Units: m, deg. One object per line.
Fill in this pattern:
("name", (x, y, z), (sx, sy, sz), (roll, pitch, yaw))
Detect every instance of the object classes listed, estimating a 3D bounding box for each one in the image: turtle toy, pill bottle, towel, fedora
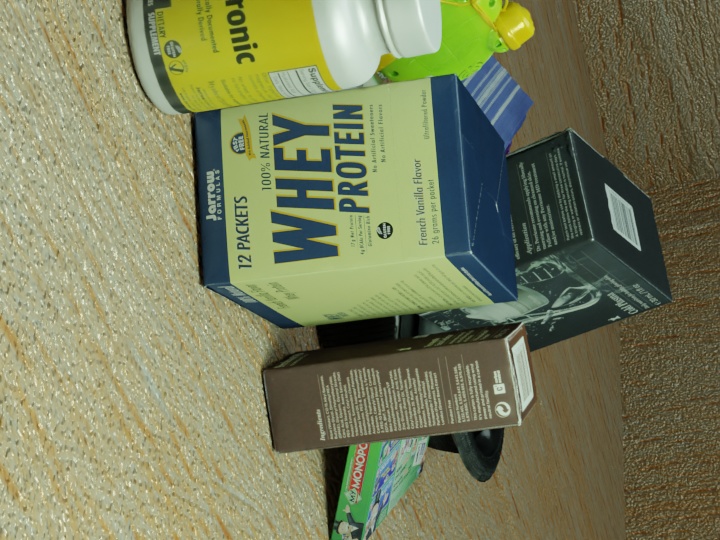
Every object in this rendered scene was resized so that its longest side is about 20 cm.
("turtle toy", (0.050, -0.234, 1.554), (0.200, 0.146, 0.101), (44, 16, -47))
("pill bottle", (-0.050, -0.174, 1.221), (0.111, 0.199, 0.112), (-8, 90, -77))
("towel", (0.082, -0.202, 1.701), (0.200, 0.024, 0.145), (47, 29, -7))
("fedora", (0.085, 0.130, 1.840), (0.201, 0.091, 0.202), (-8, 90, -72))

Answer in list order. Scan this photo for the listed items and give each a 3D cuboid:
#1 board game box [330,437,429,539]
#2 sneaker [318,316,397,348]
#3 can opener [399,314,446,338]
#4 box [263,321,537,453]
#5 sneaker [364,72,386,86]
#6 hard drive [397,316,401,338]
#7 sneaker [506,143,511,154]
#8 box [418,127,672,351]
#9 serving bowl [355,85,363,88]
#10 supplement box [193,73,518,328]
("board game box", (0.028, 0.150, 1.596), (0.200, 0.029, 0.135), (-38, 140, -67))
("sneaker", (0.000, 0.000, 1.599), (0.088, 0.074, 0.201), (-17, 100, -74))
("can opener", (0.053, 0.019, 1.782), (0.067, 0.053, 0.201), (34, 42, -29))
("box", (0.033, 0.093, 1.423), (0.100, 0.199, 0.075), (-26, 106, -76))
("sneaker", (0.016, -0.268, 1.771), (0.200, 0.088, 0.077), (69, 19, -44))
("hard drive", (0.013, 0.060, 1.720), (0.132, 0.027, 0.201), (65, 23, -52))
("sneaker", (0.129, -0.110, 1.907), (0.200, 0.083, 0.081), (61, 24, -44))
("box", (0.167, -0.018, 1.730), (0.200, 0.196, 0.124), (30, 46, -53))
("serving bowl", (-0.036, -0.207, 1.578), (0.200, 0.066, 0.201), (-6, 90, -76))
("supplement box", (0.001, -0.046, 1.362), (0.200, 0.199, 0.135), (37, 48, -71))
